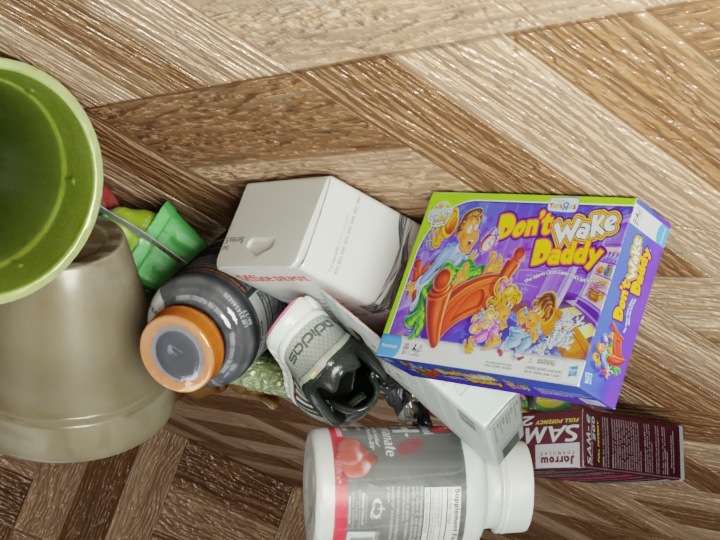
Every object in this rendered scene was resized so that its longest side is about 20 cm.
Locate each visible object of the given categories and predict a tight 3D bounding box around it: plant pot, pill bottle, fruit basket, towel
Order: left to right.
[{"bbox_3d":[-0.347,-0.091,1.320,0.199,0.202,0.189,30,176,-34],"label":"plant pot"},{"bbox_3d":[-0.269,0.049,1.413,0.197,0.176,0.201,3,-151,-1],"label":"plant pot"},{"bbox_3d":[-0.248,-0.034,1.536,0.198,0.095,0.185,26,169,-2],"label":"fruit basket"},{"bbox_3d":[-0.122,0.035,1.376,0.105,0.108,0.200,17,-154,14],"label":"pill bottle"},{"bbox_3d":[-0.085,0.090,1.503,0.147,0.037,0.200,13,-174,20],"label":"towel"},{"bbox_3d":[0.051,0.195,1.384,0.197,0.112,0.111,0,169,-9],"label":"pill bottle"}]

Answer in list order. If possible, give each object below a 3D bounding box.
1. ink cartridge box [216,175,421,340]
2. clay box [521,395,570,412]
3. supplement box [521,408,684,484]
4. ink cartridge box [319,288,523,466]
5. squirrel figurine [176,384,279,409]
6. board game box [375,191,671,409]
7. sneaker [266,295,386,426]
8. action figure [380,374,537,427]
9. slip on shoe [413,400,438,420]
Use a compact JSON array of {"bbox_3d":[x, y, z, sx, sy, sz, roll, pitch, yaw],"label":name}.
[{"bbox_3d":[0.000,0.000,1.312,0.199,0.085,0.145,28,165,-31],"label":"ink cartridge box"},{"bbox_3d":[0.108,0.109,1.596,0.198,0.048,0.114,15,170,-28],"label":"clay box"},{"bbox_3d":[0.237,0.182,1.580,0.108,0.062,0.199,-9,165,39],"label":"supplement box"},{"bbox_3d":[0.056,0.079,1.277,0.173,0.044,0.200,41,173,15],"label":"ink cartridge box"},{"bbox_3d":[-0.181,0.113,1.929,0.184,0.143,0.200,14,169,0],"label":"squirrel figurine"},{"bbox_3d":[0.112,0.016,1.100,0.045,0.136,0.199,30,163,-39],"label":"board game box"},{"bbox_3d":[-0.018,0.098,1.313,0.087,0.074,0.200,45,171,27],"label":"sneaker"},{"bbox_3d":[0.089,0.113,1.456,0.197,0.104,0.119,-5,168,-22],"label":"action figure"},{"bbox_3d":[0.068,0.109,1.677,0.199,0.075,0.061,35,158,-30],"label":"slip on shoe"}]
